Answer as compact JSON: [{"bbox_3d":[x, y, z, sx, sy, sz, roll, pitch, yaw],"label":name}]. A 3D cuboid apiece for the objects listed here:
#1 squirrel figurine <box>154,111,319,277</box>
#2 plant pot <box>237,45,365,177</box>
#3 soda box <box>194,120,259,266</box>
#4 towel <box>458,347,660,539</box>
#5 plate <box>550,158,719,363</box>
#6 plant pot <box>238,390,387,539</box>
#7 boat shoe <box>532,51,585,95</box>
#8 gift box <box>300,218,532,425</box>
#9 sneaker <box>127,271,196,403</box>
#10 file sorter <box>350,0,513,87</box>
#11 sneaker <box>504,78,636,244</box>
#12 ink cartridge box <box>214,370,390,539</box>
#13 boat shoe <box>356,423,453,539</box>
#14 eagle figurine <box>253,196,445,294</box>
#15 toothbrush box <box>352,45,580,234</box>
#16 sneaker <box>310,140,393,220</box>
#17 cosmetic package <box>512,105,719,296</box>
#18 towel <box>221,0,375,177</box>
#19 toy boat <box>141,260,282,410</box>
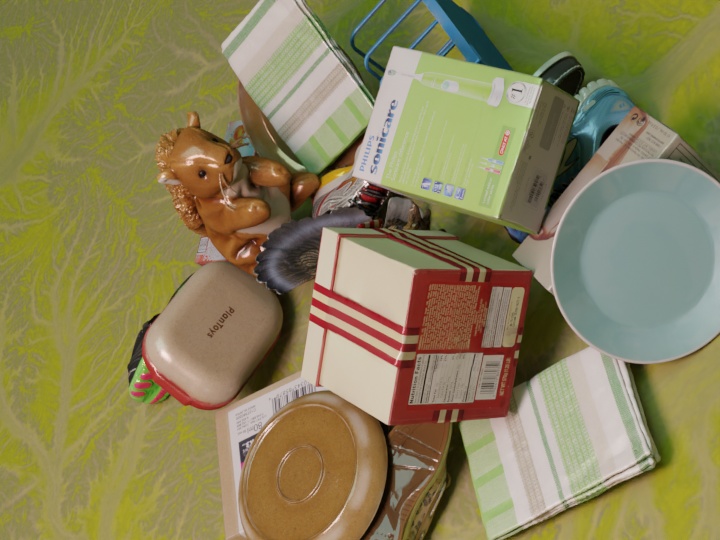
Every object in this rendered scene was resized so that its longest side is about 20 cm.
[{"bbox_3d":[-0.176,-0.100,1.763,0.199,0.186,0.143,14,74,41],"label":"squirrel figurine"},{"bbox_3d":[-0.065,-0.200,1.820,0.198,0.027,0.203,15,118,30],"label":"plant pot"},{"bbox_3d":[-0.147,-0.090,1.910,0.063,0.068,0.202,-3,66,37],"label":"soda box"},{"bbox_3d":[0.198,0.173,1.514,0.199,0.031,0.151,-32,49,25],"label":"towel"},{"bbox_3d":[0.281,-0.009,1.462,0.201,0.200,0.026,-51,8,5],"label":"plate"},{"bbox_3d":[-0.059,0.220,1.603,0.198,0.027,0.202,-18,58,30],"label":"plant pot"},{"bbox_3d":[0.191,-0.146,1.665,0.061,0.071,0.202,44,104,39],"label":"boat shoe"},{"bbox_3d":[0.059,0.058,1.549,0.186,0.198,0.187,24,104,50],"label":"gift box"},{"bbox_3d":[-0.241,0.072,1.888,0.201,0.076,0.084,-54,41,15],"label":"sneaker"},{"bbox_3d":[0.093,-0.229,1.740,0.123,0.138,0.201,-44,47,16],"label":"file sorter"},{"bbox_3d":[0.228,-0.109,1.608,0.201,0.078,0.090,-52,52,7],"label":"sneaker"},{"bbox_3d":[-0.064,0.206,1.684,0.199,0.075,0.166,-28,52,24],"label":"ink cartridge box"},{"bbox_3d":[0.047,0.239,1.583,0.073,0.063,0.202,19,79,32],"label":"boat shoe"},{"bbox_3d":[-0.003,-0.001,1.687,0.198,0.151,0.153,-26,64,17],"label":"eagle figurine"},{"bbox_3d":[0.107,-0.137,1.552,0.198,0.086,0.147,18,91,37],"label":"toothbrush box"},{"bbox_3d":[0.013,-0.092,1.758,0.200,0.077,0.083,-38,39,45],"label":"sneaker"},{"bbox_3d":[0.263,-0.051,1.525,0.200,0.103,0.087,-50,35,5],"label":"cosmetic package"},{"bbox_3d":[-0.070,-0.228,1.779,0.201,0.031,0.149,54,133,4],"label":"towel"},{"bbox_3d":[-0.182,0.088,1.796,0.201,0.130,0.131,-53,2,-40],"label":"toy boat"}]
